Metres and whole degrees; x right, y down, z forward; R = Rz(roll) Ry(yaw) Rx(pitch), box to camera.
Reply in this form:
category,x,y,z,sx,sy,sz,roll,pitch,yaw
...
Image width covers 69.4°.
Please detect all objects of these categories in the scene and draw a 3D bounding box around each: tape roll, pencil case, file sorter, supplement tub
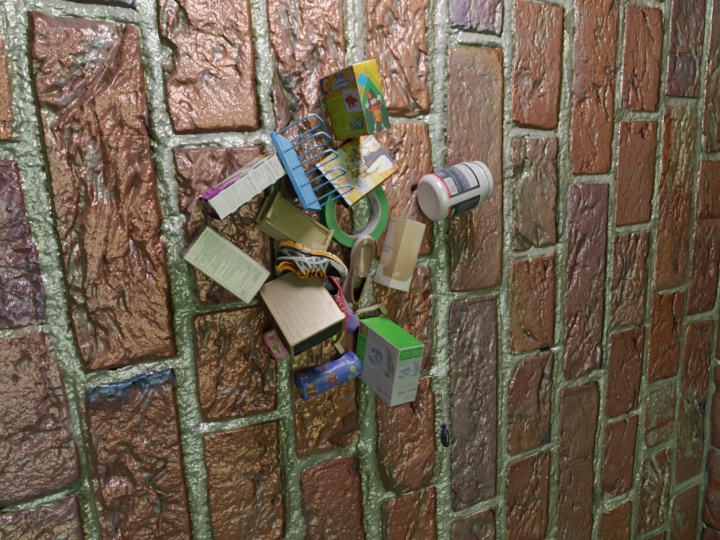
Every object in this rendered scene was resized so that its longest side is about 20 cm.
category,x,y,z,sx,sy,sz,roll,pitch,yaw
tape roll,-0.017,-0.167,1.469,0.198,0.048,0.204,-5,101,-27
pencil case,-0.167,0.164,1.412,0.199,0.083,0.087,-30,106,-22
pencil case,-0.096,0.300,1.488,0.198,0.087,0.079,-18,102,-25
file sorter,-0.114,-0.266,1.297,0.121,0.139,0.202,-25,91,11
supplement tub,0.282,-0.240,1.558,0.198,0.140,0.142,-22,108,-22

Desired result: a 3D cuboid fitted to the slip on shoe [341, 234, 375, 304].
category,x,y,z,sx,sy,sz,roll,pitch,yaw
slip on shoe,0.000,0.000,1.468,0.075,0.061,0.202,9,111,-36

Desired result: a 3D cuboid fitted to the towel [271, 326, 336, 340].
category,x,y,z,sx,sy,sz,roll,pitch,yaw
towel,-0.152,0.146,1.473,0.197,0.018,0.087,11,88,-27

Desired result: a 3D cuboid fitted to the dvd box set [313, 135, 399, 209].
category,x,y,z,sx,sy,sz,roll,pitch,yaw
dvd box set,-0.008,-0.278,1.418,0.199,0.029,0.147,-39,87,-24

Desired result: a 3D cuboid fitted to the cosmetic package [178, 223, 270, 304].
category,x,y,z,sx,sy,sz,roll,pitch,yaw
cosmetic package,-0.340,-0.016,1.306,0.200,0.087,0.104,42,78,-26

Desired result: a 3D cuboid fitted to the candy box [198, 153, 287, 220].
category,x,y,z,sx,sy,sz,roll,pitch,yaw
candy box,-0.290,-0.207,1.272,0.199,0.136,0.061,-39,114,-17

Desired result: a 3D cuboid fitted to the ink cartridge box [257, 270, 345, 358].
category,x,y,z,sx,sy,sz,roll,pitch,yaw
ink cartridge box,-0.157,0.101,1.362,0.163,0.201,0.076,-24,149,-21

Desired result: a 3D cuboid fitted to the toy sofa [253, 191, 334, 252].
category,x,y,z,sx,sy,sz,roll,pitch,yaw
toy sofa,-0.178,-0.114,1.382,0.199,0.097,0.084,34,65,-27

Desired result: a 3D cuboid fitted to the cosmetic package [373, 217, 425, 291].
category,x,y,z,sx,sy,sz,roll,pitch,yaw
cosmetic package,0.114,-0.049,1.527,0.070,0.105,0.203,14,91,-28

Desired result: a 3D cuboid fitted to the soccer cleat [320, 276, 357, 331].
category,x,y,z,sx,sy,sz,roll,pitch,yaw
soccer cleat,-0.065,0.091,1.461,0.066,0.076,0.202,-34,104,-18

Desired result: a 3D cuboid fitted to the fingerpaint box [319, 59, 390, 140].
category,x,y,z,sx,sy,sz,roll,pitch,yaw
fingerpaint box,-0.015,-0.432,1.339,0.073,0.199,0.169,-22,108,-23

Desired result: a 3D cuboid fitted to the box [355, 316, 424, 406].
category,x,y,z,sx,sy,sz,roll,pitch,yaw
box,0.078,0.254,1.487,0.096,0.199,0.179,-4,112,-33

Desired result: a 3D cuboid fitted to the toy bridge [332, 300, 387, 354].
category,x,y,z,sx,sy,sz,roll,pitch,yaw
toy bridge,-0.006,0.156,1.542,0.200,0.027,0.068,-41,114,-16

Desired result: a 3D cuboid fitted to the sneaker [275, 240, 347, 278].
category,x,y,z,sx,sy,sz,roll,pitch,yaw
sneaker,-0.130,-0.011,1.361,0.197,0.079,0.078,16,64,8

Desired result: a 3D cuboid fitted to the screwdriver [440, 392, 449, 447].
category,x,y,z,sx,sy,sz,roll,pitch,yaw
screwdriver,0.284,0.501,1.749,0.029,0.028,0.203,-2,105,3
